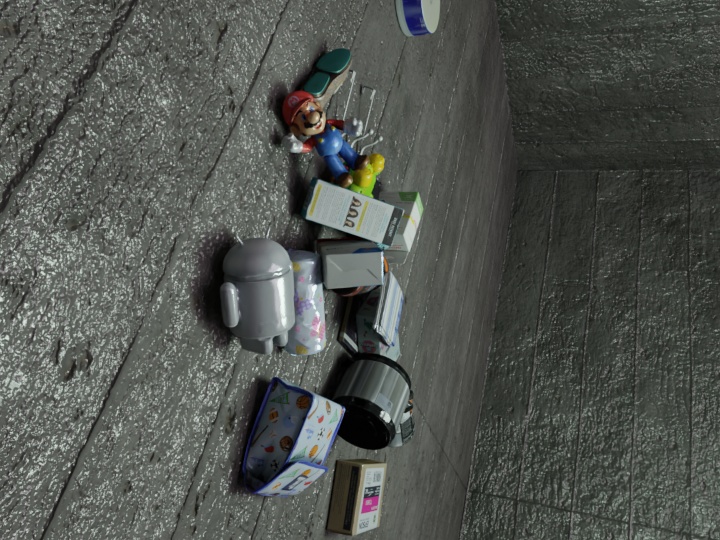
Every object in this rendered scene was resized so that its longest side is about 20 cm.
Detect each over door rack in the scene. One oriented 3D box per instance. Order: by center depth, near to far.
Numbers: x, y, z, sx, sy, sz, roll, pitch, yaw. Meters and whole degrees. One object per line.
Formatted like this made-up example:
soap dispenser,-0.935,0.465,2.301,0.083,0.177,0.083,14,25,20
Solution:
over door rack,0.001,-0.352,1.430,0.147,0.065,0.204,6,88,-68

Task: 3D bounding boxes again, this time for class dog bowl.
dog bowl,0.166,-0.782,1.752,0.199,0.077,0.205,4,90,-68

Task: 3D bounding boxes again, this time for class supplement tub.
supplement tub,0.000,0.000,1.426,0.199,0.105,0.109,-7,100,-66
supplement tub,0.081,0.367,1.663,0.123,0.120,0.203,-54,141,-52

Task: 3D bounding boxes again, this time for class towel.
towel,0.070,0.099,1.490,0.200,0.023,0.150,55,45,-67

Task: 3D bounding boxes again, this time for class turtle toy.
turtle toy,-0.028,-0.177,1.337,0.201,0.100,0.147,-53,164,-50

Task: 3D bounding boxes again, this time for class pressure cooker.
pressure cooker,0.031,0.300,1.461,0.201,0.175,0.178,-61,144,-44

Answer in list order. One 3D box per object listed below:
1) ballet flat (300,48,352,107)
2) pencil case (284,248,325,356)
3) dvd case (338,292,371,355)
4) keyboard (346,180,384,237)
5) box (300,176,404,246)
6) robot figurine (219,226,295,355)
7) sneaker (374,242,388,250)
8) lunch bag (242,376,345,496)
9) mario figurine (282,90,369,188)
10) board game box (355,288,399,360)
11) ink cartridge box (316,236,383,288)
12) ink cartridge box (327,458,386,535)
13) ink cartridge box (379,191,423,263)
ballet flat,-0.074,-0.387,1.265,0.068,0.067,0.201,98,18,-48
pencil case,-0.114,0.063,1.191,0.090,0.082,0.204,-21,113,-44
dvd case,-0.005,0.108,1.552,0.149,0.016,0.203,55,43,-59
keyboard,0.006,-0.139,1.538,0.103,0.039,0.204,29,66,-40
box,-0.016,-0.119,1.250,0.084,0.197,0.049,-69,-159,9
robot figurine,-0.167,0.034,1.014,0.169,0.111,0.204,-30,121,-56
sneaker,0.043,-0.091,1.402,0.078,0.086,0.200,-45,-177,1
lunch bag,-0.128,0.327,1.158,0.203,0.122,0.170,-66,153,-12
mario figurine,-0.068,-0.253,1.158,0.200,0.105,0.124,46,43,-20
board game box,0.047,0.169,1.590,0.148,0.063,0.204,-51,142,-57
ink cartridge box,-0.027,-0.022,1.243,0.200,0.114,0.069,-127,-145,-75
ink cartridge box,-0.004,0.568,1.550,0.200,0.074,0.168,36,59,-65
ink cartridge box,0.083,-0.115,1.600,0.068,0.115,0.202,68,33,-45
